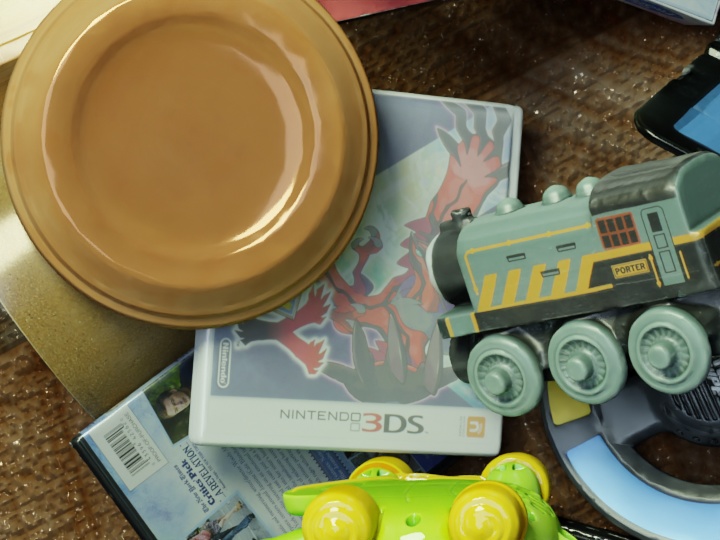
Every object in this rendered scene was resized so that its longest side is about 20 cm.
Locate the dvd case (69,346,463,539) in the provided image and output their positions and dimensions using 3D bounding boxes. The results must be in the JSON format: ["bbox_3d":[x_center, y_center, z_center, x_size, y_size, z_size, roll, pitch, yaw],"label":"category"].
[{"bbox_3d":[-0.041,0.093,1.179,0.200,0.018,0.143,-37,97,-16],"label":"dvd case"}]

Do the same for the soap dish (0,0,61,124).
[{"bbox_3d":[-0.176,-0.178,1.173,0.200,0.081,0.158,-24,80,4],"label":"soap dish"}]

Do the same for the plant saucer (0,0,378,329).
[{"bbox_3d":[-0.088,-0.069,1.100,0.200,0.037,0.201,0,91,-7],"label":"plant saucer"}]

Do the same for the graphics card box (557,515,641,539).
[{"bbox_3d":[0.087,0.234,1.178,0.125,0.051,0.200,14,91,18],"label":"graphics card box"}]

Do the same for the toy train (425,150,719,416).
[{"bbox_3d":[0.123,0.007,1.105,0.200,0.085,0.114,-12,100,40],"label":"toy train"}]

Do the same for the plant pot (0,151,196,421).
[{"bbox_3d":[-0.113,-0.040,1.206,0.200,0.186,0.187,-35,77,-1],"label":"plant pot"}]

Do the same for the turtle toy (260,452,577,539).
[{"bbox_3d":[0.018,0.156,1.108,0.200,0.146,0.101,-4,92,13],"label":"turtle toy"}]

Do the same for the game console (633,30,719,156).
[{"bbox_3d":[0.277,-0.099,1.111,0.200,0.116,0.176,31,95,16],"label":"game console"}]

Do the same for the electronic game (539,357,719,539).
[{"bbox_3d":[0.195,0.057,1.159,0.200,0.042,0.200,-3,81,18],"label":"electronic game"}]

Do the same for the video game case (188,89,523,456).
[{"bbox_3d":[0.000,0.000,1.162,0.182,0.023,0.200,4,89,-23],"label":"video game case"}]

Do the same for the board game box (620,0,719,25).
[{"bbox_3d":[0.131,-0.259,1.150,0.199,0.041,0.200,18,91,-20],"label":"board game box"}]

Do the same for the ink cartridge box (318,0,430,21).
[{"bbox_3d":[-0.010,-0.241,1.227,0.200,0.084,0.176,-11,84,16],"label":"ink cartridge box"}]
